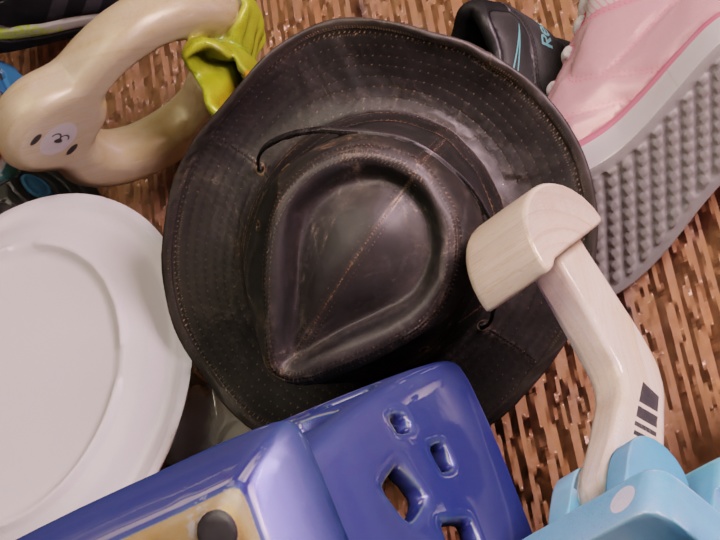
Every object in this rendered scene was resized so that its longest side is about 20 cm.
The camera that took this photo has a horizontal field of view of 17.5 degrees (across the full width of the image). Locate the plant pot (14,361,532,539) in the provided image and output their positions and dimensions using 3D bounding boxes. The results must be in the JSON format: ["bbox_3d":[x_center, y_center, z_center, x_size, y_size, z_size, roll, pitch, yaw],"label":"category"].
[{"bbox_3d":[-0.039,0.164,0.893,0.199,0.180,0.201,-25,81,22],"label":"plant pot"}]

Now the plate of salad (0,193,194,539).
[{"bbox_3d":[-0.153,0.060,1.091,0.199,0.048,0.201,-16,60,29],"label":"plate of salad"}]

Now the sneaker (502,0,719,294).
[{"bbox_3d":[0.108,-0.062,1.036,0.200,0.075,0.105,-43,35,17],"label":"sneaker"}]

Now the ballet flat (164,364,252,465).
[{"bbox_3d":[-0.076,0.067,1.097,0.068,0.068,0.200,-47,47,2],"label":"ballet flat"}]

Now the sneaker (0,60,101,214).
[{"bbox_3d":[-0.189,-0.031,1.248,0.082,0.073,0.200,-52,39,22],"label":"sneaker"}]

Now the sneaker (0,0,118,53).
[{"bbox_3d":[-0.145,-0.174,1.253,0.199,0.083,0.072,-19,54,5],"label":"sneaker"}]

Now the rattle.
[{"bbox_3d":[-0.112,-0.047,1.137,0.199,0.130,0.143,-27,79,-28],"label":"rattle"}]

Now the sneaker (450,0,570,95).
[{"bbox_3d":[0.029,-0.033,1.070,0.075,0.079,0.201,22,81,42],"label":"sneaker"}]

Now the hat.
[{"bbox_3d":[0.000,0.000,0.970,0.200,0.201,0.081,-31,9,19],"label":"hat"}]

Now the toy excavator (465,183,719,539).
[{"bbox_3d":[0.107,0.087,0.891,0.100,0.194,0.201,-36,25,34],"label":"toy excavator"}]
